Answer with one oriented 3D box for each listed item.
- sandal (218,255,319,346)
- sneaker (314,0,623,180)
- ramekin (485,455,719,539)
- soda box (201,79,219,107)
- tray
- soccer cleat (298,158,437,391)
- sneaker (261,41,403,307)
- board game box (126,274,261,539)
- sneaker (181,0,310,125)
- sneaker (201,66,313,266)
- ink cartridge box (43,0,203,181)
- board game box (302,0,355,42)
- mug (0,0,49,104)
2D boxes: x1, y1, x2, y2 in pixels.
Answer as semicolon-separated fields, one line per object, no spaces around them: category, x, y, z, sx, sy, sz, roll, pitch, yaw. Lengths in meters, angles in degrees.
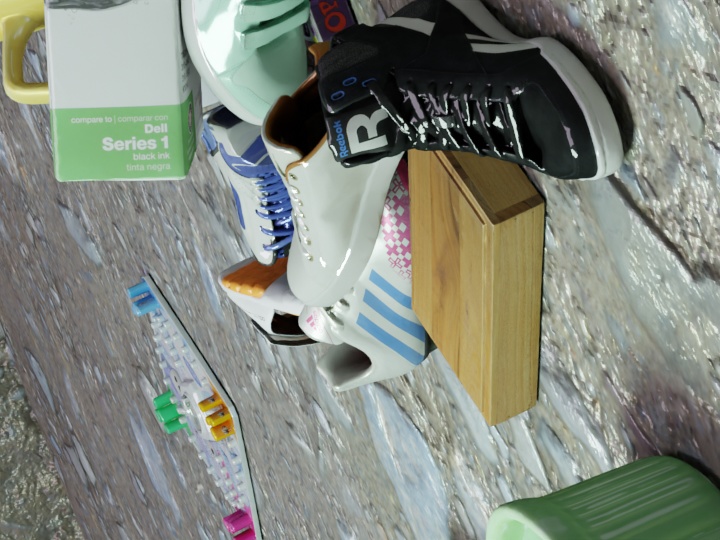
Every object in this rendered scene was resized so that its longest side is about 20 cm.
sandal;-0.036;0.026;1.892;0.207;0.079;0.060;24;133;66
sneaker;0.043;-0.074;1.387;0.200;0.111;0.073;41;153;58
ramekin;0.155;0.195;1.444;0.200;0.097;0.200;57;163;29
soda box;-0.101;-0.149;1.876;0.068;0.063;0.200;67;165;-5
tray;0.064;-0.006;1.575;0.099;0.037;0.200;56;162;32
soccer cleat;0.000;0.000;1.707;0.070;0.086;0.201;52;160;42
sneaker;-0.027;-0.060;1.595;0.073;0.084;0.201;-108;28;-43
board game box;-0.157;0.134;2.592;0.200;0.026;0.201;53;161;39
sneaker;-0.043;-0.160;1.589;0.118;0.074;0.201;19;136;38
sneaker;-0.049;-0.065;1.821;0.116;0.080;0.199;64;173;-6
ink cartridge box;-0.144;-0.168;1.674;0.146;0.084;0.201;-86;-5;-74
board game box;-0.064;-0.239;1.681;0.120;0.032;0.201;-147;35;-72
mug;-0.185;-0.215;1.818;0.149;0.152;0.188;-68;-29;-74
